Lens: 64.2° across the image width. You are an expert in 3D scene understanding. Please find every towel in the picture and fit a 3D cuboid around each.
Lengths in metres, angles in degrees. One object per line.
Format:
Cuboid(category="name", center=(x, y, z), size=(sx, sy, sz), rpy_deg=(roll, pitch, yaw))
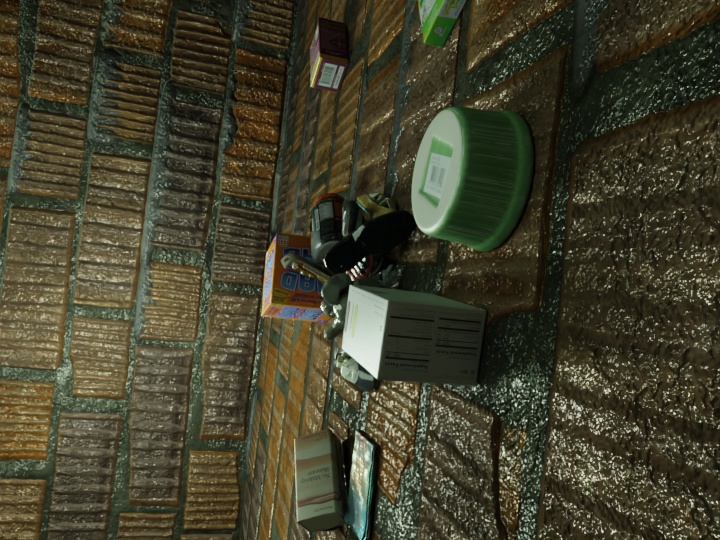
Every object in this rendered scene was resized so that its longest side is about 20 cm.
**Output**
Cuboid(category="towel", center=(0.001, 0.457, 1.226), size=(0.147, 0.021, 0.203), rpy_deg=(177, 100, -73))

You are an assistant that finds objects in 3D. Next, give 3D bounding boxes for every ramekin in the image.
Cuboid(category="ramekin", center=(0.148, -0.133, 0.814), size=(0.200, 0.097, 0.203), rpy_deg=(-173, 90, -74))

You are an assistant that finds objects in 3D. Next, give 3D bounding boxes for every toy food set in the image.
Cuboid(category="toy food set", center=(-0.115, 0.026, 1.494), size=(0.061, 0.199, 0.143), rpy_deg=(-59, 14, 1))

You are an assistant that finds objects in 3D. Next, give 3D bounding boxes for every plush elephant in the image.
Cuboid(category="plush elephant", center=(-0.013, 0.082, 1.154), size=(0.154, 0.165, 0.201), rpy_deg=(-28, -21, -55))

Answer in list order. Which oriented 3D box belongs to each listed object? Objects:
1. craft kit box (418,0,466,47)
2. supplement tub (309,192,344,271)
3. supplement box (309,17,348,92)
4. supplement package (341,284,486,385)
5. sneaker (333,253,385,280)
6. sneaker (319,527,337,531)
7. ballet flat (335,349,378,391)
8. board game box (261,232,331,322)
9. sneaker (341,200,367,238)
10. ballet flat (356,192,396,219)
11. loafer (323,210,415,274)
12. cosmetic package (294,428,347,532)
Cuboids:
Cuboid(category="craft kit box", center=(0.161, -0.556, 1.043), size=(0.200, 0.048, 0.200), rpy_deg=(122, 153, -56))
Cuboid(category="supplement tub", center=(-0.075, -0.106, 1.533), size=(0.123, 0.121, 0.201), rpy_deg=(113, 158, -43))
Cuboid(category="supplement box", center=(-0.107, -0.722, 1.925), size=(0.131, 0.102, 0.202), rpy_deg=(121, 150, -55))
Cuboid(category="supplement package", center=(0.073, 0.094, 0.882), size=(0.200, 0.154, 0.112), rpy_deg=(-166, 82, -73))
Cuboid(category="sneaker", center=(0.000, 0.000, 1.284), size=(0.071, 0.097, 0.201), rpy_deg=(52, 143, 16))
Cuboid(category="sneaker", center=(-0.102, 0.574, 1.449), size=(0.201, 0.066, 0.109), rpy_deg=(164, 110, -75))
Cuboid(category="ballet flat", center=(-0.018, 0.222, 1.300), size=(0.200, 0.072, 0.074), rpy_deg=(-147, 65, -72))
Cuboid(category="board game box", center=(-0.170, 0.027, 1.667), size=(0.200, 0.198, 0.202), rpy_deg=(140, 135, -67))
Cuboid(category="sneaker", center=(-0.002, -0.095, 1.280), size=(0.200, 0.079, 0.075), rpy_deg=(84, -171, -67))
Cuboid(category="ballet flat", center=(0.044, -0.137, 1.275), size=(0.063, 0.068, 0.200), rpy_deg=(-50, 28, 11))
Cuboid(category="loafer", center=(0.017, -0.066, 1.147), size=(0.073, 0.198, 0.072), rpy_deg=(62, -168, -14))
Cuboid(category="cosmetic package", center=(-0.095, 0.493, 1.353), size=(0.088, 0.102, 0.201), rpy_deg=(62, -167, -46))
